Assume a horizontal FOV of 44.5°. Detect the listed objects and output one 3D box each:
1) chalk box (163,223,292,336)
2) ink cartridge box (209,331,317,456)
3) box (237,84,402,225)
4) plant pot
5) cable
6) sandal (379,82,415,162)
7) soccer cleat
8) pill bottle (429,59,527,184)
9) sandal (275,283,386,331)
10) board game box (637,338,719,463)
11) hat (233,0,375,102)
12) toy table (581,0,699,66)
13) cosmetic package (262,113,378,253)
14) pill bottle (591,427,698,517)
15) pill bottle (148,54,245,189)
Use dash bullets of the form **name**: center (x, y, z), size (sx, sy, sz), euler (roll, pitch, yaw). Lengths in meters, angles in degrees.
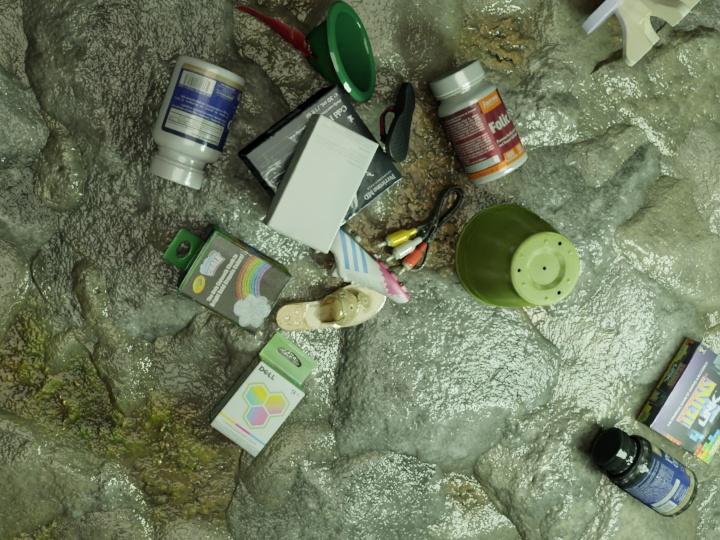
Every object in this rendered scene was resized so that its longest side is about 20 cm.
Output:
- **chalk box**: center (-0.238, 0.002, 1.511), size (0.200, 0.124, 0.125), euler (32, 91, -14)
- **ink cartridge box**: center (-0.171, 0.223, 1.589), size (0.104, 0.059, 0.200), euler (40, 88, -15)
- **box**: center (-0.072, -0.182, 1.523), size (0.200, 0.124, 0.197), euler (-39, 106, -5)
- **plant pot**: center (0.296, -0.015, 1.592), size (0.200, 0.193, 0.201), euler (-2, 99, -12)
- **cable**: center (0.129, -0.069, 1.619), size (0.200, 0.050, 0.097), euler (-38, 108, -4)
- **sandal**: center (0.060, -0.254, 1.528), size (0.045, 0.200, 0.075), euler (-2, 133, 15)
- **soccer cleat**: center (0.000, 0.000, 1.597), size (0.086, 0.070, 0.200), euler (-44, 99, 4)
- **pill bottle**: center (0.209, -0.267, 1.576), size (0.114, 0.114, 0.200), euler (-30, 104, -7)
- **sandal**: center (-0.046, 0.075, 1.591), size (0.211, 0.070, 0.078), euler (-12, 100, -11)
- **board game box**: center (0.687, 0.266, 1.792), size (0.165, 0.057, 0.200), euler (31, 90, -16)
- **hat**: center (-0.088, -0.369, 1.530), size (0.176, 0.166, 0.200), euler (-11, 84, 26)
- **toy table**: center (0.513, -0.470, 1.596), size (0.200, 0.184, 0.117), euler (-44, 88, 5)
- **cosmetic package**: center (-0.067, -0.140, 1.426), size (0.113, 0.081, 0.200), euler (27, 93, -15)
- **pill bottle**: center (0.563, 0.399, 1.754), size (0.200, 0.112, 0.112), euler (34, 90, -16)
- **pill bottle**: center (-0.279, -0.244, 1.467), size (0.120, 0.120, 0.200), euler (19, 94, -15)
